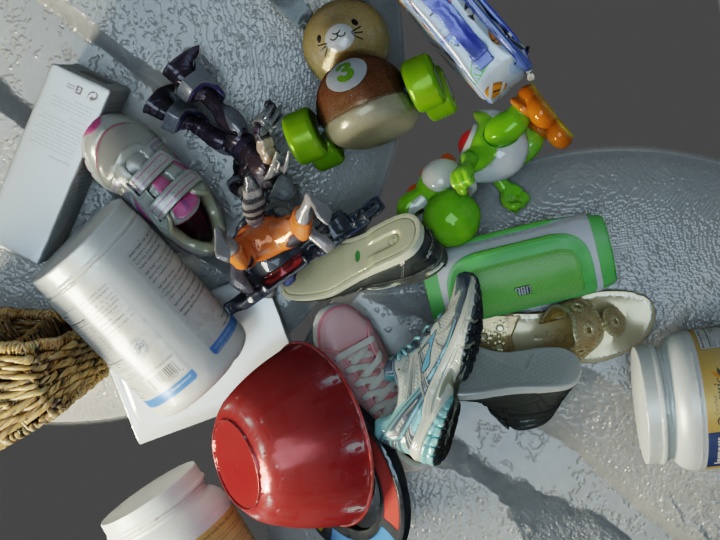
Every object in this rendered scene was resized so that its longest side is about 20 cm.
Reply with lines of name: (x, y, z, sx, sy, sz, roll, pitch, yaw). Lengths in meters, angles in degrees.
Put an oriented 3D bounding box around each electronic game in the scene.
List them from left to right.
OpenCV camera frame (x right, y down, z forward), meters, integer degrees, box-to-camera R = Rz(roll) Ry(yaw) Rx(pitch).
electronic game: (-0.018, 0.219, 1.623, 0.041, 0.199, 0.202, -22, 98, -36)

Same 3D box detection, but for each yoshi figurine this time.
yoshi figurine: (0.132, -0.095, 1.600, 0.199, 0.112, 0.113, -38, 101, 10)

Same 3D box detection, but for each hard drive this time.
hard drive: (-0.175, 0.096, 1.679, 0.198, 0.026, 0.133, -20, 96, 5)

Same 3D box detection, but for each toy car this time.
toy car: (-0.015, -0.229, 1.575, 0.163, 0.158, 0.202, -23, 84, 10)

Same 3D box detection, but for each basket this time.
basket: (-0.360, 0.086, 1.600, 0.142, 0.200, 0.150, -30, 95, 8)

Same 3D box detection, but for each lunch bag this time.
lunch bag: (0.098, -0.258, 1.550, 0.075, 0.160, 0.200, -42, 93, 8)

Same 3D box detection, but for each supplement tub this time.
supplement tub: (-0.227, 0.040, 1.581, 0.132, 0.132, 0.200, -40, 104, 7)
supplement tub: (-0.178, 0.324, 1.651, 0.144, 0.144, 0.201, -31, 95, 7)
supplement tub: (0.389, 0.130, 1.587, 0.197, 0.144, 0.146, -7, 97, 4)

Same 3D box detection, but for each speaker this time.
speaker: (0.168, 0.000, 1.619, 0.198, 0.088, 0.089, -14, 97, 5)

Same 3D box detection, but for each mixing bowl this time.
mixing bowl: (-0.084, 0.184, 1.568, 0.108, 0.199, 0.202, -16, 98, -32)

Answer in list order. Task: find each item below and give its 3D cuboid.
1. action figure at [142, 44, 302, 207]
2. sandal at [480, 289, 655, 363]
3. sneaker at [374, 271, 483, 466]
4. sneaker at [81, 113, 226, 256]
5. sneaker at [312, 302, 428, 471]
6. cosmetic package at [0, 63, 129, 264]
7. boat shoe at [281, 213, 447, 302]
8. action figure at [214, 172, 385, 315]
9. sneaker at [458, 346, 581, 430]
action figure: (-0.132, -0.141, 1.606, 0.200, 0.069, 0.130, 43, 130, 9)
sandal: (0.217, 0.069, 1.633, 0.209, 0.070, 0.079, -6, 98, 4)
sneaker: (0.068, 0.090, 1.540, 0.085, 0.078, 0.202, 15, 74, 14)
sneaker: (-0.204, -0.088, 1.588, 0.200, 0.088, 0.082, 43, 80, -31)
sneaker: (0.023, 0.126, 1.625, 0.075, 0.104, 0.202, -27, 100, -23)
cosmetic package: (-0.323, -0.115, 1.622, 0.071, 0.101, 0.202, 24, 97, 0)
boat shoe: (0.000, 0.000, 1.614, 0.199, 0.067, 0.073, -17, 56, 34)
action figure: (-0.075, -0.049, 1.555, 0.199, 0.193, 0.105, -35, 88, -9)
sneaker: (0.131, 0.130, 1.625, 0.197, 0.100, 0.071, 1, 53, -4)
